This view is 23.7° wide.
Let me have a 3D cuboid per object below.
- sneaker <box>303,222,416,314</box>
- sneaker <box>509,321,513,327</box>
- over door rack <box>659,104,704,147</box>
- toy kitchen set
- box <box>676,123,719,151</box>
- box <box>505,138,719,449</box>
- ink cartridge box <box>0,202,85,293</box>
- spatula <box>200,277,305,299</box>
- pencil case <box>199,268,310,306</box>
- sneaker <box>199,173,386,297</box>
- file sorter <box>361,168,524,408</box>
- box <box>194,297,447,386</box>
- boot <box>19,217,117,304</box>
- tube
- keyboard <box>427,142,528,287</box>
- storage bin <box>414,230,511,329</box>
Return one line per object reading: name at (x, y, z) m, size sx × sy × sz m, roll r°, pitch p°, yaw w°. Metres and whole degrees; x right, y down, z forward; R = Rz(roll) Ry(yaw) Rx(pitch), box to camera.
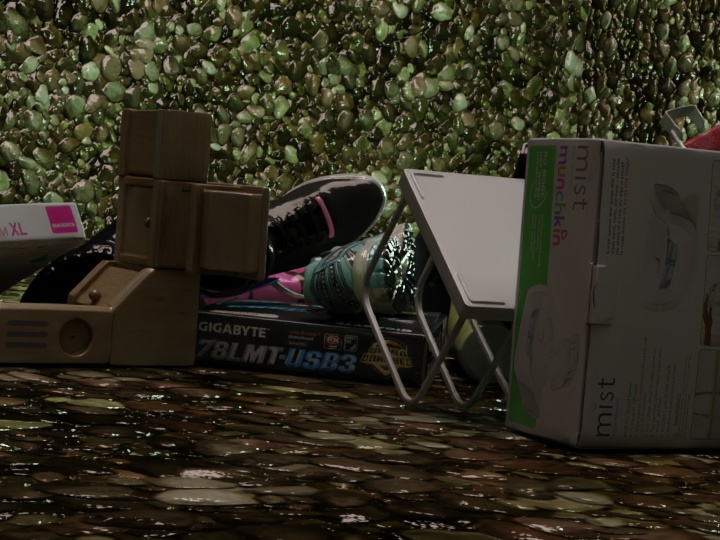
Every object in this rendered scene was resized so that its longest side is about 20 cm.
sneaker at (0.000, 0.000, 1.449) m, size 0.086 × 0.078 × 0.200 m, roll -4°, pitch -1°, yaw 10°
sneaker at (0.162, 0.041, 1.484) m, size 0.200 × 0.082 × 0.077 m, roll 28°, pitch -6°, yaw -38°
over door rack at (0.239, -0.010, 1.344) m, size 0.067 × 0.200 × 0.148 m, roll 3°, pitch -41°, yaw -21°
toy kitchen set at (-0.188, -0.027, 1.300) m, size 0.180 × 0.200 × 0.163 m, roll 3°, pitch 3°, yaw -37°
box at (0.309, -0.066, 1.509) m, size 0.100 × 0.096 × 0.200 m, roll -28°, pitch -5°, yaw 0°
box at (0.201, 0.017, 1.154) m, size 0.176 × 0.200 × 0.097 m, roll 3°, pitch 3°, yaw -26°
ink cartridge box at (-0.333, -0.004, 1.420) m, size 0.119 × 0.042 × 0.200 m, roll -4°, pitch -19°, yaw -44°
spatula at (-0.055, 0.018, 1.516) m, size 0.200 × 0.021 × 0.057 m, roll 3°, pitch -5°, yaw -44°
pencil case at (-0.090, 0.023, 1.664) m, size 0.200 × 0.091 × 0.094 m, roll 4°, pitch 34°, yaw -25°
sneaker at (-0.067, -0.025, 1.434) m, size 0.200 × 0.071 × 0.099 m, roll -21°, pitch 9°, yaw -3°
file sorter at (0.118, 0.023, 1.269) m, size 0.200 × 0.125 × 0.139 m, roll 4°, pitch 43°, yaw -27°
box at (-0.032, 0.057, 1.462) m, size 0.200 × 0.050 × 0.199 m, roll 5°, pitch 2°, yaw 7°
boot at (-0.210, -0.008, 1.515) m, size 0.200 × 0.076 × 0.168 m, roll -33°, pitch 8°, yaw -6°
tube at (0.099, 0.055, 1.512) m, size 0.052 × 0.058 × 0.200 m, roll 47°, pitch 0°, yaw -9°
keyboard at (0.119, -0.028, 1.358) m, size 0.127 × 0.021 × 0.200 m, roll -1°, pitch -41°, yaw -10°
storage bin at (0.157, 0.023, 1.708) m, size 0.134 × 0.146 × 0.200 m, roll 16°, pitch -5°, yaw -40°
